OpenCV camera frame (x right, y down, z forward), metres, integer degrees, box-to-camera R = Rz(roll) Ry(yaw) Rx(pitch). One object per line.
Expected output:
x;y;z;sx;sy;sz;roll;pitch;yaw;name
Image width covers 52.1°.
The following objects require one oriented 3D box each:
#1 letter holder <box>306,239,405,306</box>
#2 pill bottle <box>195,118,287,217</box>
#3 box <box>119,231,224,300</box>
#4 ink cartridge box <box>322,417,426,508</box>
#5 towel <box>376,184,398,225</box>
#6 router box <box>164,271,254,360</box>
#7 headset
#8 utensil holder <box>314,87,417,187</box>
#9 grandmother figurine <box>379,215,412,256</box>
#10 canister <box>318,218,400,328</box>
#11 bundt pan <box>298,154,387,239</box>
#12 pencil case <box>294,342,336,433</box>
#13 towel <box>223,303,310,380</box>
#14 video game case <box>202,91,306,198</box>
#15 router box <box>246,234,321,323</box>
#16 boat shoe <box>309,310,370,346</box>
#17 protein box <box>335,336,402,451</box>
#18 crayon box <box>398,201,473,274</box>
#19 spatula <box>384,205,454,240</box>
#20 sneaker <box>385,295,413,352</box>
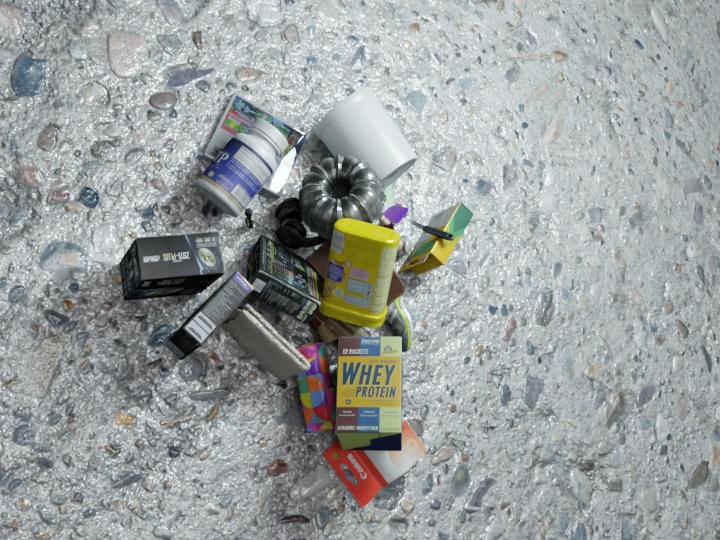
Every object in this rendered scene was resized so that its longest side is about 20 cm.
0.000;0.000;1.675;0.142;0.101;0.200;-40;90;11;letter holder
-0.254;-0.228;1.611;0.120;0.120;0.200;40;78;-13;pill bottle
-0.379;-0.006;1.471;0.163;0.200;0.087;-5;79;-29;box
0.035;0.410;1.675;0.200;0.050;0.163;-40;97;-32;ink cartridge box
-0.005;-0.183;1.812;0.199;0.023;0.154;-5;81;-30;towel
-0.308;0.094;1.485;0.052;0.200;0.157;44;63;-8;router box
-0.159;-0.115;1.658;0.199;0.094;0.124;-4;53;-5;headset
0.017;-0.299;1.749;0.170;0.170;0.200;-35;86;-29;utensil holder
0.040;-0.076;1.785;0.199;0.061;0.122;12;115;-29;grandmother figurine
-0.002;0.004;1.553;0.148;0.201;0.087;15;25;9;canister
-0.044;-0.170;1.612;0.200;0.076;0.203;-3;63;6;bundt pan
-0.097;0.259;1.626;0.088;0.088;0.201;-7;83;-28;pencil case
-0.204;0.156;1.563;0.200;0.132;0.035;44;58;-11;towel
-0.242;-0.291;1.714;0.199;0.023;0.183;28;67;-18;video game case
-0.167;0.016;1.587;0.149;0.200;0.062;29;108;-18;router box
-0.069;0.134;1.673;0.199;0.076;0.074;30;70;-17;boat shoe
0.024;0.268;1.582;0.134;0.199;0.201;0;66;3;protein box
0.187;-0.067;1.823;0.052;0.126;0.200;40;64;-14;crayon box
0.140;-0.112;1.776;0.199;0.021;0.057;25;62;24;spatula
0.069;0.101;1.764;0.080;0.074;0.201;-17;86;-10;sneaker
